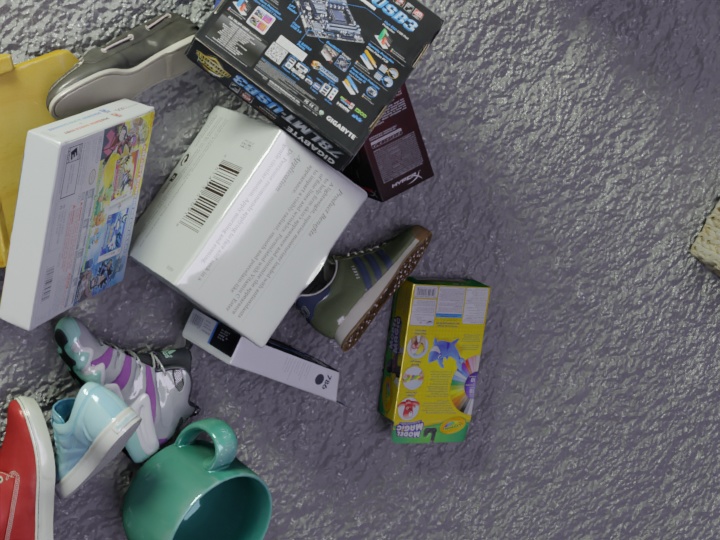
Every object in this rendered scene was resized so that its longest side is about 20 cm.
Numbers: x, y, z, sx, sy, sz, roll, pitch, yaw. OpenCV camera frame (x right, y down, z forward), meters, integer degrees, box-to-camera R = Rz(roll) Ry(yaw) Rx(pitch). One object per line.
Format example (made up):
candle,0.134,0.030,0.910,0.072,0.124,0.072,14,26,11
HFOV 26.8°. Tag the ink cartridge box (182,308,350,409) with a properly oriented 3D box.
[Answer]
ink cartridge box,-0.098,0.100,1.711,0.199,0.099,0.039,26,89,-44

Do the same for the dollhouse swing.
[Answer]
dollhouse swing,-0.388,-0.125,1.557,0.180,0.176,0.201,-3,110,16

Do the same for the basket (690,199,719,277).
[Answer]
basket,0.580,-0.021,2.011,0.198,0.200,0.161,36,91,-30

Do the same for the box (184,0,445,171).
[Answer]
box,-0.044,-0.236,1.535,0.199,0.050,0.199,35,62,-6

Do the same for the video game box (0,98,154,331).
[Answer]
video game box,-0.284,-0.061,1.524,0.182,0.047,0.201,-32,140,-62

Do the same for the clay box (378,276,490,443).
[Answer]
clay box,0.089,0.111,1.864,0.114,0.048,0.202,3,102,-28

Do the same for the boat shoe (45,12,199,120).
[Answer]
boat shoe,-0.251,-0.214,1.578,0.199,0.057,0.067,-29,154,-32

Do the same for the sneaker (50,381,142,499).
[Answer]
sneaker,-0.299,0.175,1.624,0.082,0.200,0.074,48,47,4

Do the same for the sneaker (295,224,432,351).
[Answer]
sneaker,0.000,0.000,1.775,0.200,0.090,0.067,-51,166,-34

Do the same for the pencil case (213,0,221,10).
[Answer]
pencil case,-0.109,-0.317,1.631,0.087,0.078,0.201,4,101,-54

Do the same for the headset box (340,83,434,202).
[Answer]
headset box,-0.011,-0.191,1.674,0.075,0.148,0.201,-28,115,-21

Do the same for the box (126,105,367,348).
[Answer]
box,-0.129,-0.052,1.618,0.131,0.200,0.200,38,84,-28

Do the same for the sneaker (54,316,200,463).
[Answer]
sneaker,-0.243,0.101,1.674,0.140,0.078,0.201,-37,126,-17

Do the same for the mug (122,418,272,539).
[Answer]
mug,-0.183,0.255,1.703,0.186,0.114,0.152,-57,142,-2

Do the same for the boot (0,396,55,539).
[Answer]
boot,-0.405,0.237,1.623,0.143,0.072,0.202,-5,109,-25
